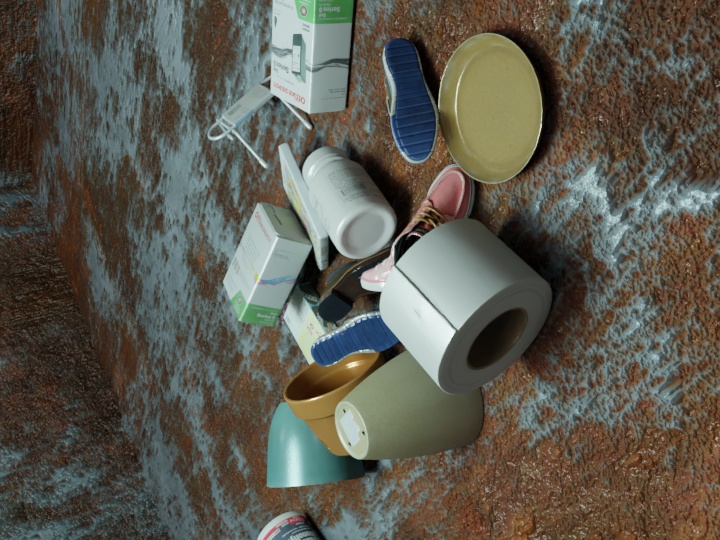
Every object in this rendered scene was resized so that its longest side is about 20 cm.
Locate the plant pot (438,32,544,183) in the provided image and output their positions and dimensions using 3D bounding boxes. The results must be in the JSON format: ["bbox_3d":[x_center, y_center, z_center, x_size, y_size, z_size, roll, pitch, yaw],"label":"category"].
[{"bbox_3d":[0.182,-0.222,1.040,0.199,0.027,0.202,28,125,50],"label":"plant pot"}]

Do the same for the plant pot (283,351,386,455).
[{"bbox_3d":[-0.025,0.244,1.392,0.199,0.199,0.141,-3,116,56],"label":"plant pot"}]

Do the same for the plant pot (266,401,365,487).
[{"bbox_3d":[-0.096,0.342,1.522,0.200,0.199,0.163,-22,71,56],"label":"plant pot"}]

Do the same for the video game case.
[{"bbox_3d":[-0.108,-0.118,1.450,0.182,0.023,0.202,98,149,-72],"label":"video game case"}]

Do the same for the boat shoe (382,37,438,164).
[{"bbox_3d":[0.076,-0.249,1.149,0.072,0.071,0.203,90,174,-75],"label":"boat shoe"}]

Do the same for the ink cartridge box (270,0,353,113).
[{"bbox_3d":[-0.088,-0.394,1.328,0.146,0.083,0.202,36,131,45],"label":"ink cartridge box"}]

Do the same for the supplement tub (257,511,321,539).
[{"bbox_3d":[-0.141,0.678,1.753,0.200,0.139,0.142,43,134,40],"label":"supplement tub"}]

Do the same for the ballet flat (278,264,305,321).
[{"bbox_3d":[-0.170,0.040,1.623,0.069,0.071,0.201,55,141,33],"label":"ballet flat"}]

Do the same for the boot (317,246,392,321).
[{"bbox_3d":[0.000,0.000,1.346,0.199,0.075,0.097,-37,27,23],"label":"boot"}]

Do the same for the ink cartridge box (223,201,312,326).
[{"bbox_3d":[-0.189,-0.013,1.512,0.201,0.087,0.146,-64,34,22],"label":"ink cartridge box"}]

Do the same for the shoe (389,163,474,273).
[{"bbox_3d":[0.105,-0.062,1.095,0.071,0.091,0.202,26,98,15],"label":"shoe"}]

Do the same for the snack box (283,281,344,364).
[{"bbox_3d":[-0.089,0.137,1.569,0.201,0.037,0.117,58,143,25],"label":"snack box"}]

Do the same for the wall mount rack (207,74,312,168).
[{"bbox_3d":[-0.194,-0.293,1.480,0.174,0.200,0.075,39,169,46],"label":"wall mount rack"}]

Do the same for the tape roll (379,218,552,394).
[{"bbox_3d":[0.145,0.050,1.041,0.139,0.201,0.204,47,137,35],"label":"tape roll"}]

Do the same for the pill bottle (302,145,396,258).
[{"bbox_3d":[-0.026,-0.124,1.301,0.201,0.113,0.115,59,144,42],"label":"pill bottle"}]

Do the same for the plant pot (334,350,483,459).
[{"bbox_3d":[0.064,0.228,1.228,0.187,0.198,0.190,27,124,49],"label":"plant pot"}]

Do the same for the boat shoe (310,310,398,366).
[{"bbox_3d":[0.002,0.109,1.362,0.198,0.072,0.073,-20,101,27],"label":"boat shoe"}]

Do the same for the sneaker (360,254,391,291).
[{"bbox_3d":[0.079,-0.022,1.214,0.199,0.075,0.106,-2,101,42],"label":"sneaker"}]
